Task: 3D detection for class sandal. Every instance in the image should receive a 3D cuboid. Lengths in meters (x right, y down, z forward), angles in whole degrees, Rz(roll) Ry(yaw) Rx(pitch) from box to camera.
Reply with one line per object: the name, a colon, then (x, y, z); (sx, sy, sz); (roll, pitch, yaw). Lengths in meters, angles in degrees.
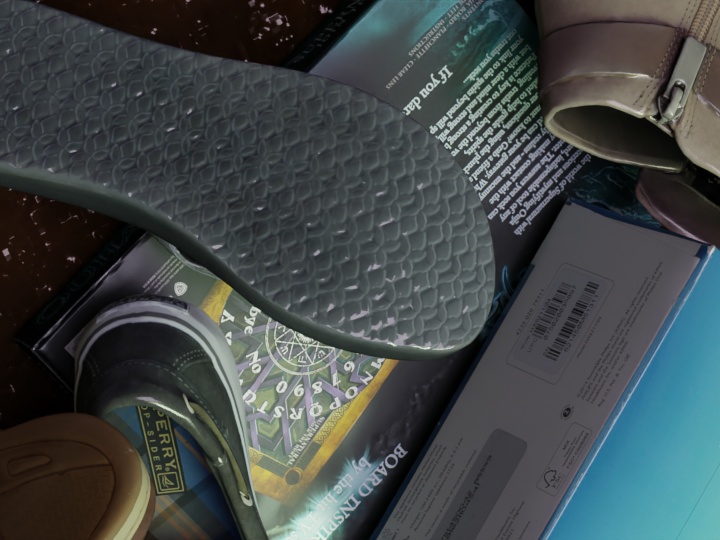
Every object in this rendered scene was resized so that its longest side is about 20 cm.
sandal: (-0.048, -0.033, 0.854); (0.199, 0.043, 0.076); (25, 74, 3)

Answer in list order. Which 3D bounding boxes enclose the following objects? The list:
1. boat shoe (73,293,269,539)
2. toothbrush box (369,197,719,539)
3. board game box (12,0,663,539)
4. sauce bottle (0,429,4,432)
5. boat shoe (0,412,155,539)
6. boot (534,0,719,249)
boat shoe: (-0.053, 0.105, 0.862); (0.068, 0.057, 0.201); (-11, 117, 8)
toothbrush box: (0.122, 0.091, 0.922); (0.199, 0.085, 0.147); (33, 85, -32)
board game box: (0.000, 0.000, 0.907); (0.200, 0.028, 0.135); (-46, 111, -11)
sauce bottle: (-0.186, 0.067, 0.823); (0.199, 0.066, 0.067); (11, 93, -24)
boat shoe: (-0.128, 0.129, 0.805); (0.200, 0.072, 0.072); (-50, 144, 0)
boot: (0.150, -0.063, 0.907); (0.199, 0.070, 0.147); (24, 56, -6)
